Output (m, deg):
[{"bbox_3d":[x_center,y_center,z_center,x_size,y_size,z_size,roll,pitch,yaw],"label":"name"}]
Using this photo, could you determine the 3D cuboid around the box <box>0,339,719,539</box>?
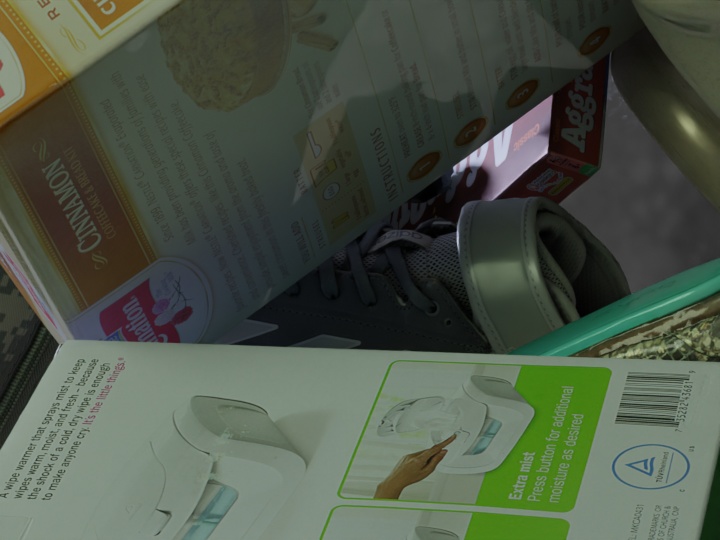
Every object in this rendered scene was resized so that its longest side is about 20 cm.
[{"bbox_3d":[-0.011,0.107,0.665,0.175,0.097,0.200,1,32,14],"label":"box"}]

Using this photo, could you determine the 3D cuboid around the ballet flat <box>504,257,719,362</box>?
[{"bbox_3d":[0.030,0.052,0.787,0.199,0.068,0.076,-14,99,25],"label":"ballet flat"}]

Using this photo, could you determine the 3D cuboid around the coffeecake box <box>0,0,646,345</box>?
[{"bbox_3d":[-0.018,-0.075,0.762,0.200,0.154,0.073,-36,64,-9],"label":"coffeecake box"}]

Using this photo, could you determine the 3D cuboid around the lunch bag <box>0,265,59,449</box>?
[{"bbox_3d":[-0.151,0.028,1.013,0.200,0.167,0.140,26,87,49],"label":"lunch bag"}]

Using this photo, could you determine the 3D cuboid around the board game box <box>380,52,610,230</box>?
[{"bbox_3d":[0.024,-0.038,0.924,0.200,0.019,0.104,137,143,-56],"label":"board game box"}]

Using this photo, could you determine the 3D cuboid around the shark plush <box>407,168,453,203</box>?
[{"bbox_3d":[-0.030,-0.038,0.955,0.083,0.091,0.200,-47,6,-17],"label":"shark plush"}]

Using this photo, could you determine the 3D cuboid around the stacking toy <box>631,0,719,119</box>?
[{"bbox_3d":[0.171,-0.111,0.744,0.200,0.146,0.146,-47,38,-11],"label":"stacking toy"}]

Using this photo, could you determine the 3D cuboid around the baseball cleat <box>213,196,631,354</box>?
[{"bbox_3d":[0.000,0.000,0.850,0.107,0.199,0.070,-53,16,41],"label":"baseball cleat"}]

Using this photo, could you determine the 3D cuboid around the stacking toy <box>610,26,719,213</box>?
[{"bbox_3d":[0.166,-0.096,0.831,0.200,0.085,0.086,-44,42,11],"label":"stacking toy"}]
